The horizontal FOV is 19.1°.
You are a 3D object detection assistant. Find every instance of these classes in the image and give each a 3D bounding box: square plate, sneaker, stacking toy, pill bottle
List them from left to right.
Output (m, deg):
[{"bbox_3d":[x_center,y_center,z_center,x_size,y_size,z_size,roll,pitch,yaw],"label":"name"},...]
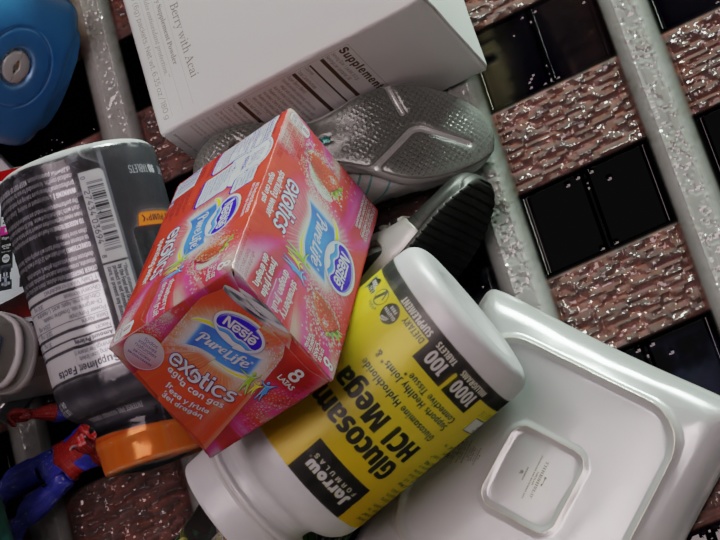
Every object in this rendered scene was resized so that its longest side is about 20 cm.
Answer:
[{"bbox_3d":[-0.309,0.041,1.390,0.199,0.082,0.075,-3,75,25],"label":"sneaker"},{"bbox_3d":[-0.311,-0.178,1.591,0.199,0.109,0.117,26,97,41],"label":"stacking toy"},{"bbox_3d":[-0.155,0.027,1.353,0.106,0.106,0.201,-19,83,19],"label":"pill bottle"},{"bbox_3d":[-0.009,-0.071,1.422,0.199,0.080,0.071,-9,67,1],"label":"sneaker"},{"bbox_3d":[-0.006,0.089,1.306,0.200,0.112,0.113,-41,61,7],"label":"pill bottle"},{"bbox_3d":[0.000,0.000,1.388,0.200,0.074,0.089,-47,57,8],"label":"sneaker"},{"bbox_3d":[0.109,0.133,1.319,0.197,0.028,0.201,26,85,29],"label":"square plate"}]

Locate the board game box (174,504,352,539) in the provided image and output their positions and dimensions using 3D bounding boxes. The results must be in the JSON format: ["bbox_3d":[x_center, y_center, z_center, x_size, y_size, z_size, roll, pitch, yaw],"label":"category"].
[{"bbox_3d":[-0.086,0.204,1.348,0.104,0.024,0.200,20,62,33],"label":"board game box"}]

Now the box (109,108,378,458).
[{"bbox_3d":[-0.065,0.004,1.283,0.099,0.096,0.200,-33,21,25],"label":"box"}]

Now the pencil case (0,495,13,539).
[{"bbox_3d":[-0.257,0.187,1.383,0.092,0.085,0.201,1,111,39],"label":"pencil case"}]

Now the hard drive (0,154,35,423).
[{"bbox_3d":[-0.272,-0.002,1.546,0.132,0.026,0.200,-49,60,3],"label":"hard drive"}]

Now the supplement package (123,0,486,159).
[{"bbox_3d":[-0.038,-0.162,1.434,0.199,0.120,0.122,-26,63,15],"label":"supplement package"}]

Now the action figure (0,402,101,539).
[{"bbox_3d":[-0.224,0.136,1.440,0.200,0.099,0.065,-37,63,7],"label":"action figure"}]

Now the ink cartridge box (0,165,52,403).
[{"bbox_3d":[-0.271,0.000,1.481,0.199,0.084,0.177,-12,69,23],"label":"ink cartridge box"}]
